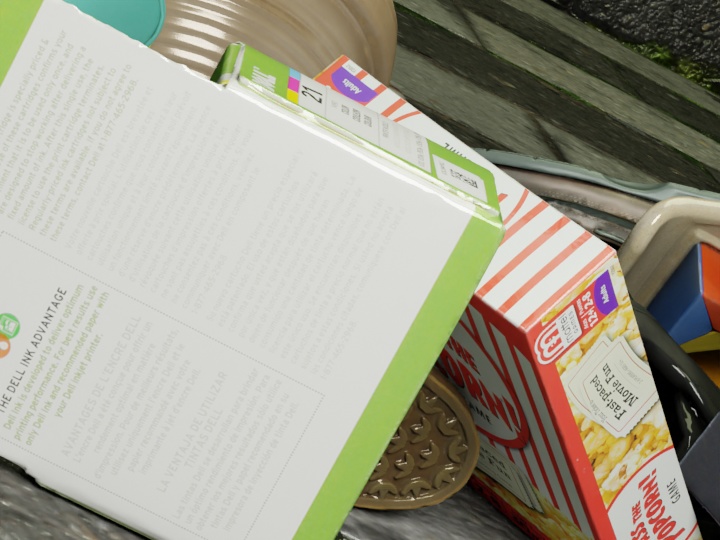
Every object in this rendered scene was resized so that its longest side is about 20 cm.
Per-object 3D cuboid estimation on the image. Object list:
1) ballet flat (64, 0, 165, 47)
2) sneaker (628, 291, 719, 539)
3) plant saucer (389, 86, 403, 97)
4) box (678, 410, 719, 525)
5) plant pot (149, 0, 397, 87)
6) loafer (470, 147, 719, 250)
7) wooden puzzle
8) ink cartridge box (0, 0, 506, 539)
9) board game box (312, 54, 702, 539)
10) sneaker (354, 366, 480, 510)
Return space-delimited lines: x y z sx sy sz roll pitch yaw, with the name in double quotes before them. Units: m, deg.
"ballet flat" -0.178 -0.097 0.975 0.200 0.067 0.067 -17 19 -29
"sneaker" 0.133 0.076 1.025 0.200 0.076 0.091 41 6 -26
"plant saucer" -0.056 -0.110 1.257 0.200 0.035 0.200 24 3 -1
"box" 0.265 0.092 0.939 0.200 0.123 0.198 -11 54 -47
"plant pot" -0.088 -0.081 1.084 0.201 0.201 0.093 24 55 -23
"loafer" 0.118 -0.021 1.302 0.200 0.063 0.072 10 -10 6
"wooden puzzle" 0.190 0.036 1.108 0.200 0.185 0.046 4 60 -15
"ink cartridge box" -0.074 -0.007 0.785 0.200 0.148 0.076 27 14 -7
"board game box" 0.050 0.028 0.925 0.151 0.046 0.200 39 -18 38
"sneaker" -0.051 0.021 0.906 0.200 0.067 0.090 21 20 -22
